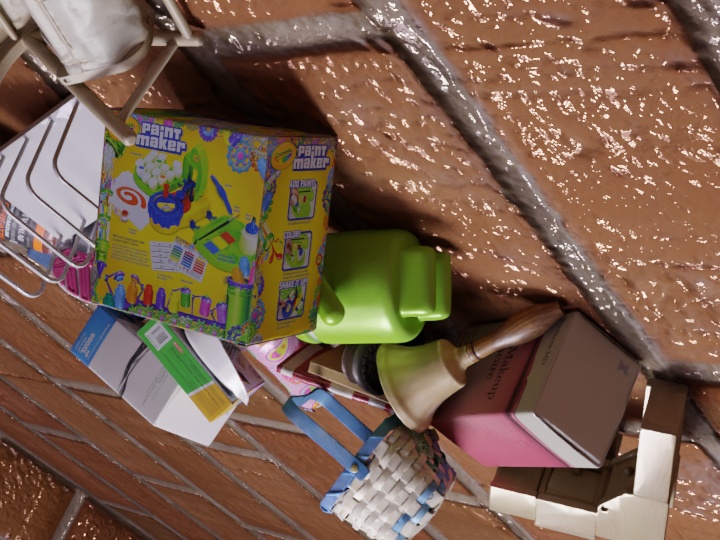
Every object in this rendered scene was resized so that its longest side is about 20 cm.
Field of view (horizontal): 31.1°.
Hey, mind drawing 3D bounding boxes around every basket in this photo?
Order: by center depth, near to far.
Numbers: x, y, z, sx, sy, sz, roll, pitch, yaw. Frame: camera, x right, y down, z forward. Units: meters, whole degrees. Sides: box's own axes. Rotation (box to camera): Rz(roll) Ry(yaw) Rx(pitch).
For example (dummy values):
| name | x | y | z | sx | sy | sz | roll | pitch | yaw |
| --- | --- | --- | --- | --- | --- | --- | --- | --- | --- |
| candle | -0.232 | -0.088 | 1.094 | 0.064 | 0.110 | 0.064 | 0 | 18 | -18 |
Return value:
| name | x | y | z | sx | sy | sz | roll | pitch | yaw |
| --- | --- | --- | --- | --- | --- | --- | --- | --- | --- |
| basket | 0.007 | 0.205 | 1.439 | 0.199 | 0.140 | 0.176 | 36 | -173 | 8 |

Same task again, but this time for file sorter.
| name | x | y | z | sx | sy | sz | roll | pitch | yaw |
| --- | --- | --- | --- | --- | --- | --- | --- | --- | --- |
| file sorter | -0.341 | -0.077 | 1.453 | 0.199 | 0.126 | 0.139 | -27 | 127 | 34 |

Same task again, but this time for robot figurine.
| name | x | y | z | sx | sy | sz | roll | pitch | yaw |
| --- | --- | --- | --- | --- | --- | --- | --- | --- | --- |
| robot figurine | -0.005 | 0.017 | 1.350 | 0.197 | 0.118 | 0.175 | -3 | 174 | 25 |

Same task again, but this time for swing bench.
| name | x | y | z | sx | sy | sz | roll | pitch | yaw |
| --- | --- | --- | --- | --- | --- | --- | --- | --- | --- |
| swing bench | -0.274 | -0.241 | 1.121 | 0.198 | 0.131 | 0.200 | 22 | 158 | 26 |

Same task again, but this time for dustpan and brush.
| name | x | y | z | sx | sy | sz | roll | pitch | yaw |
| --- | --- | --- | --- | --- | --- | --- | --- | --- | --- |
| dustpan and brush | -0.198 | 0.066 | 1.654 | 0.200 | 0.057 | 0.140 | 47 | -171 | -34 |

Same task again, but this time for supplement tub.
| name | x | y | z | sx | sy | sz | roll | pitch | yaw |
| --- | --- | --- | --- | --- | --- | --- | --- | --- | --- |
| supplement tub | -0.421 | -0.087 | 1.618 | 0.197 | 0.108 | 0.107 | 19 | 158 | -4 |

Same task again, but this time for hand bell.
| name | x | y | z | sx | sy | sz | roll | pitch | yaw |
| --- | --- | --- | --- | --- | --- | --- | --- | --- | --- |
| hand bell | 0.126 | 0.084 | 1.359 | 0.198 | 0.105 | 0.104 | -28 | 130 | 23 |

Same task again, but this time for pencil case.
| name | x | y | z | sx | sy | sz | roll | pitch | yaw |
| --- | --- | --- | --- | --- | --- | --- | --- | --- | --- |
| pencil case | -0.098 | 0.107 | 1.714 | 0.086 | 0.088 | 0.200 | 12 | 154 | 32 |

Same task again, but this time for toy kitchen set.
| name | x | y | z | sx | sy | sz | roll | pitch | yaw |
| --- | --- | --- | --- | --- | --- | --- | --- | --- | --- |
| toy kitchen set | 0.261 | 0.175 | 1.448 | 0.197 | 0.164 | 0.183 | 10 | 129 | 18 |

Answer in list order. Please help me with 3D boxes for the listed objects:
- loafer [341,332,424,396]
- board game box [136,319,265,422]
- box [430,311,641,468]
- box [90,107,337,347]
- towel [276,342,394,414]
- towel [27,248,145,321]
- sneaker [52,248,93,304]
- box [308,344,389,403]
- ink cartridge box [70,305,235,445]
| name | x | y | z | sx | sy | sz | roll | pitch | yaw |
| --- | --- | --- | --- | --- | --- | --- | --- | --- | --- |
| loafer | 0.014 | 0.099 | 1.496 | 0.070 | 0.074 | 0.200 | 15 | -177 | 18 |
| board game box | -0.209 | 0.118 | 1.735 | 0.154 | 0.040 | 0.200 | 50 | -172 | 3 |
| box | 0.183 | 0.132 | 1.399 | 0.109 | 0.129 | 0.199 | 37 | 155 | -22 |
| box | -0.144 | -0.049 | 1.254 | 0.198 | 0.196 | 0.121 | 14 | -168 | 30 |
| towel | 0.005 | 0.141 | 1.595 | 0.197 | 0.023 | 0.144 | 18 | -169 | 10 |
| towel | -0.380 | 0.003 | 1.853 | 0.199 | 0.049 | 0.111 | 32 | 161 | -15 |
| sneaker | -0.308 | 0.014 | 1.705 | 0.197 | 0.083 | 0.088 | 11 | 170 | -19 |
| box | 0.053 | 0.136 | 1.576 | 0.197 | 0.022 | 0.163 | 20 | -168 | 17 |
| ink cartridge box | -0.287 | 0.146 | 1.811 | 0.199 | 0.085 | 0.144 | 34 | 180 | 33 |
